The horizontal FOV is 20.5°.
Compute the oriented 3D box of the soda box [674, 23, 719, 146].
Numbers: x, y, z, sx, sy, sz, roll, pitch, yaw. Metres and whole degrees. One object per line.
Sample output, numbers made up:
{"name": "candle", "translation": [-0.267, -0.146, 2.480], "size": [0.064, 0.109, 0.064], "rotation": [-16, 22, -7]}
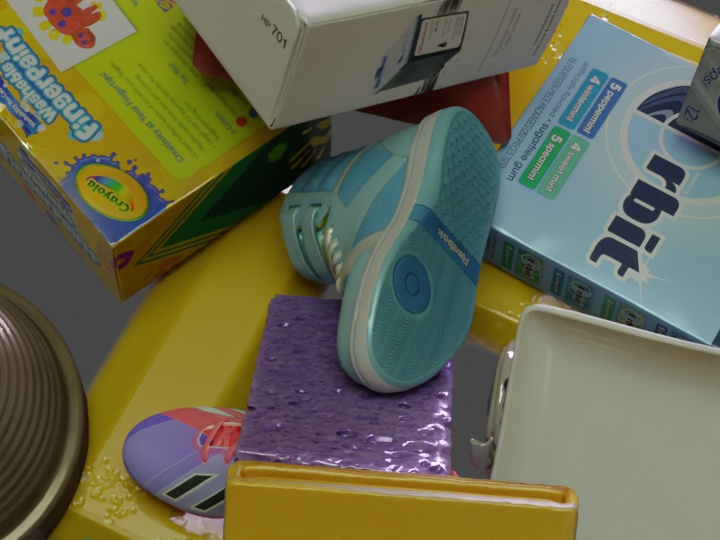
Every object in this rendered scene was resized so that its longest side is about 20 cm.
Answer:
{"name": "soda box", "translation": [0.266, -0.149, 1.218], "size": [0.063, 0.069, 0.200], "rotation": [29, 44, 14]}

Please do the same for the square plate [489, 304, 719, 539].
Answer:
{"name": "square plate", "translation": [0.166, 0.125, 1.057], "size": [0.198, 0.200, 0.028], "rotation": [12, 22, 6]}

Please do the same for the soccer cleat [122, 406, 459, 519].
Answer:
{"name": "soccer cleat", "translation": [-0.036, 0.109, 1.099], "size": [0.198, 0.077, 0.067], "rotation": [15, 62, 7]}

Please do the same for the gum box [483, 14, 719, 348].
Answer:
{"name": "gum box", "translation": [0.184, -0.043, 1.206], "size": [0.199, 0.045, 0.170], "rotation": [28, 64, 15]}

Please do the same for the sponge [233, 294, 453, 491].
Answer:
{"name": "sponge", "translation": [-0.005, 0.070, 1.086], "size": [0.111, 0.030, 0.200], "rotation": [7, 23, 1]}

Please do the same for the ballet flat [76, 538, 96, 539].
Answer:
{"name": "ballet flat", "translation": [-0.169, 0.221, 1.033], "size": [0.071, 0.073, 0.201], "rotation": [10, 29, 4]}

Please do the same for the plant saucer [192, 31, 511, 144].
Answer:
{"name": "plant saucer", "translation": [0.003, -0.179, 1.230], "size": [0.198, 0.037, 0.201], "rotation": [12, 47, -11]}

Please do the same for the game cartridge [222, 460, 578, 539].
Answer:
{"name": "game cartridge", "translation": [0.014, 0.199, 1.005], "size": [0.175, 0.202, 0.032], "rotation": [5, 19, 1]}

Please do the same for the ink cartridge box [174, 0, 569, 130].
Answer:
{"name": "ink cartridge box", "translation": [0.002, -0.176, 1.141], "size": [0.199, 0.086, 0.147], "rotation": [-17, 57, -32]}

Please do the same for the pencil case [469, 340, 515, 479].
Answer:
{"name": "pencil case", "translation": [0.162, 0.097, 1.108], "size": [0.198, 0.078, 0.090], "rotation": [11, 34, 4]}

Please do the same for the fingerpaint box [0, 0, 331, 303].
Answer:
{"name": "fingerpaint box", "translation": [-0.142, -0.107, 1.218], "size": [0.166, 0.074, 0.200], "rotation": [-36, 67, -20]}

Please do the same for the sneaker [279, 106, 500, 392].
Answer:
{"name": "sneaker", "translation": [0.000, 0.000, 1.136], "size": [0.130, 0.080, 0.201], "rotation": [-15, 35, 35]}

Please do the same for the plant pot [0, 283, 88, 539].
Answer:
{"name": "plant pot", "translation": [-0.254, 0.077, 1.105], "size": [0.199, 0.093, 0.202], "rotation": [1, 62, -1]}
